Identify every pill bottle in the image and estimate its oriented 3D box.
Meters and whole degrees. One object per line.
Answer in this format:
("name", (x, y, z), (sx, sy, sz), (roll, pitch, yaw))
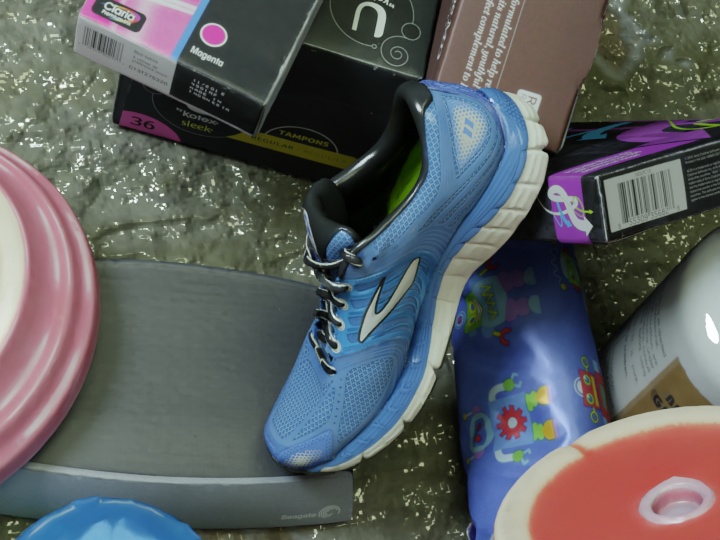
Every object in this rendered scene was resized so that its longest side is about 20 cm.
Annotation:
("pill bottle", (0.196, 0.038, 0.784), (0.114, 0.200, 0.115), (6, 62, -12))

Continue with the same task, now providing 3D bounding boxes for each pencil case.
("pencil case", (0.085, 0.075, 0.807), (0.078, 0.087, 0.201), (27, 49, -51))

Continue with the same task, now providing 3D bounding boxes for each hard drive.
("hard drive", (-0.099, 0.056, 0.782), (0.199, 0.042, 0.136), (5, 63, -14))

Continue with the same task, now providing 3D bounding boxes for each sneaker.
("sneaker", (0.000, 0.000, 0.719), (0.089, 0.201, 0.079), (17, 17, -34))

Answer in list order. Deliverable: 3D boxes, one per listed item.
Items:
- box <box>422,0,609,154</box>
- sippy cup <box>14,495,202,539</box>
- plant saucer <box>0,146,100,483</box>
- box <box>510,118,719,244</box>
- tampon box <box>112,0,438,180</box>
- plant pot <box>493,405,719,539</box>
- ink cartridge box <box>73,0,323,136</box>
("box", (0.073, -0.131, 0.829), (0.075, 0.200, 0.101), (16, 102, -7))
("sippy cup", (-0.112, 0.160, 0.676), (0.177, 0.130, 0.140), (-16, 69, -22))
("plant saucer", (-0.222, 0.016, 0.732), (0.199, 0.051, 0.202), (-2, 64, 3))
("box", (0.103, -0.048, 0.796), (0.142, 0.200, 0.036), (-17, 101, -33))
("tampon box", (-0.035, -0.171, 0.867), (0.149, 0.126, 0.201), (16, 62, -7))
("plant pot", (0.145, 0.167, 0.664), (0.200, 0.200, 0.178), (-27, 113, -26))
("ink cartridge box", (-0.053, -0.166, 0.769), (0.094, 0.037, 0.201), (25, 59, -2))
